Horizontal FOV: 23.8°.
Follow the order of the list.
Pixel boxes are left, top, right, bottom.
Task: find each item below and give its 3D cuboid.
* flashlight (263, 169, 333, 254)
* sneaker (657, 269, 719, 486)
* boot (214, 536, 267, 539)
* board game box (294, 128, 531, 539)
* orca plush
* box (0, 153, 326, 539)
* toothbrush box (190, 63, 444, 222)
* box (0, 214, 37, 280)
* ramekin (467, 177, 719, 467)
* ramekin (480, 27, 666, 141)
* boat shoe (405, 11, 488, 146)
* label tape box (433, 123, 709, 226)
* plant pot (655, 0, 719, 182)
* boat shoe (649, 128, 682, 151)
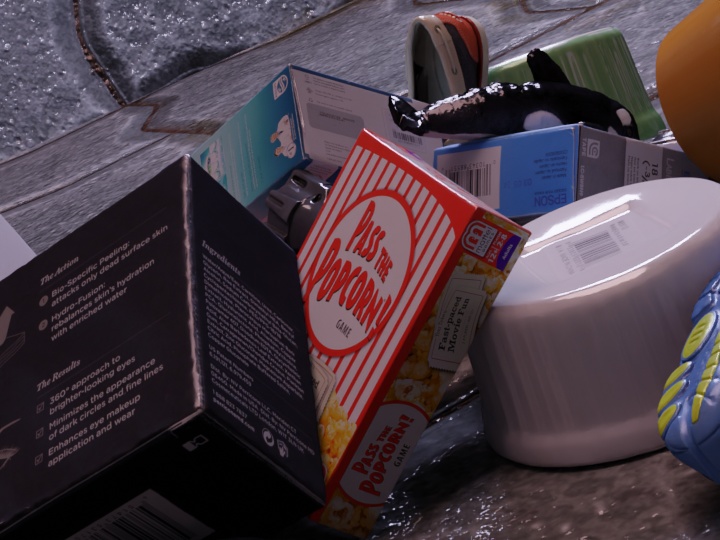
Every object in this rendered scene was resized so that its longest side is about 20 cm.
[{"bbox_3d":[0.000,0.000,1.136,0.068,0.068,0.200,-39,35,-15],"label":"flashlight"},{"bbox_3d":[0.216,0.043,0.884,0.071,0.083,0.200,-33,16,47],"label":"sneaker"},{"bbox_3d":[-0.131,0.196,0.888,0.198,0.075,0.097,-18,13,11],"label":"boot"},{"bbox_3d":[0.003,0.033,1.016,0.202,0.046,0.151,-62,32,7],"label":"board game box"},{"bbox_3d":[0.118,-0.127,1.267,0.197,0.072,0.105,2,-6,-9],"label":"orca plush"},{"bbox_3d":[-0.135,0.076,0.996,0.196,0.117,0.201,-31,43,22],"label":"box"},{"bbox_3d":[-0.047,-0.059,1.322,0.145,0.086,0.200,11,-34,-35],"label":"toothbrush box"},{"bbox_3d":[-0.307,0.080,1.213,0.171,0.199,0.200,-37,10,23],"label":"box"},{"bbox_3d":[0.152,0.024,1.016,0.198,0.099,0.201,-21,15,6],"label":"ramekin"},{"bbox_3d":[0.150,-0.132,1.450,0.198,0.099,0.200,-19,2,1],"label":"ramekin"},{"bbox_3d":[0.068,-0.104,1.359,0.071,0.203,0.062,3,8,38],"label":"boat shoe"},{"bbox_3d":[0.172,-0.056,1.273,0.199,0.064,0.143,8,-8,-42],"label":"label tape box"},{"bbox_3d":[0.317,-0.151,1.213,0.182,0.201,0.200,-24,10,43],"label":"plant pot"},{"bbox_3d":[0.311,-0.139,1.355,0.197,0.069,0.074,-21,4,-4],"label":"boat shoe"}]
